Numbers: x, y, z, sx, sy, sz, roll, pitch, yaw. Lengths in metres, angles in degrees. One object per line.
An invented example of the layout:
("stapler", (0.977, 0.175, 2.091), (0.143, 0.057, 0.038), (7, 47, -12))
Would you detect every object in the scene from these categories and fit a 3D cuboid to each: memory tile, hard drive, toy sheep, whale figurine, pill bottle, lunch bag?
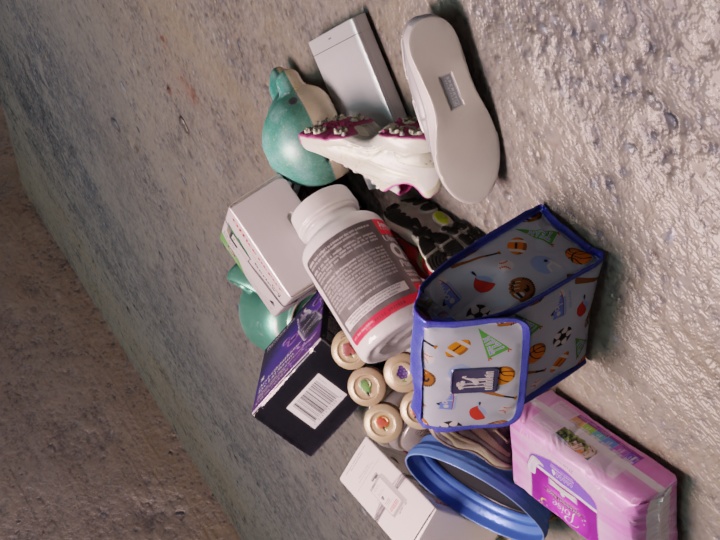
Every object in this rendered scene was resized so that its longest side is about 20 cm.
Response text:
("memory tile", (0.075, 0.115, 1.227), (0.153, 0.200, 0.017), (67, -167, 0))
("hard drive", (0.008, -0.198, 1.213), (0.132, 0.027, 0.200), (-1, 114, 65))
("toy sheep", (0.057, 0.189, 1.407), (0.200, 0.138, 0.138), (36, 146, 36))
("whale figurine", (-0.087, -0.187, 1.306), (0.200, 0.104, 0.159), (57, 172, 46))
("pill bottle", (0.000, 0.000, 1.188), (0.200, 0.111, 0.111), (57, 156, 20))
("lunch bag", (0.137, 0.060, 1.006), (0.124, 0.200, 0.170), (43, 149, 38))

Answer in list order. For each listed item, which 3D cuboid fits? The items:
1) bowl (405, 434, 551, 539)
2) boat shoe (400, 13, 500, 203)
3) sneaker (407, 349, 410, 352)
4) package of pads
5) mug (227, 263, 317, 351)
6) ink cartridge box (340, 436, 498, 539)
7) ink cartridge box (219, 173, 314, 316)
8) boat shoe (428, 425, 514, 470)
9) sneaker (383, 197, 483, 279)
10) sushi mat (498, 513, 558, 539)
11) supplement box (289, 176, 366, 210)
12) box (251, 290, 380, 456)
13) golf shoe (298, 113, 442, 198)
("bowl", (0.152, 0.276, 1.281), (0.201, 0.039, 0.201), (29, 157, 13))
("boat shoe", (0.087, -0.167, 1.042), (0.200, 0.072, 0.069), (64, 179, -19))
("sneaker", (0.097, 0.147, 1.324), (0.200, 0.081, 0.147), (24, 130, 46))
("package of pads", (0.254, 0.232, 1.102), (0.200, 0.076, 0.121), (34, 141, 48))
("mug", (-0.109, 0.065, 1.539), (0.114, 0.185, 0.152), (15, 105, 57))
("ink cartridge box", (0.085, 0.339, 1.454), (0.146, 0.083, 0.200), (28, -174, -36))
("ink cartridge box", (-0.112, -0.028, 1.344), (0.146, 0.084, 0.200), (55, 166, 2))
("boat shoe", (0.156, 0.178, 1.169), (0.073, 0.200, 0.075), (-47, 47, 19))
("sneaker", (0.099, -0.014, 1.181), (0.200, 0.077, 0.085), (51, 161, 49))
("sushi mat", (0.204, 0.317, 1.375), (0.096, 0.012, 0.200), (56, 156, 14))
("supplement box", (-0.027, -0.053, 1.397), (0.200, 0.061, 0.109), (58, 158, 14))
("box", (-0.057, 0.130, 1.375), (0.104, 0.148, 0.200), (38, -165, -14))
("golf shoe", (0.012, -0.129, 1.151), (0.200, 0.075, 0.092), (11, 124, 39))
